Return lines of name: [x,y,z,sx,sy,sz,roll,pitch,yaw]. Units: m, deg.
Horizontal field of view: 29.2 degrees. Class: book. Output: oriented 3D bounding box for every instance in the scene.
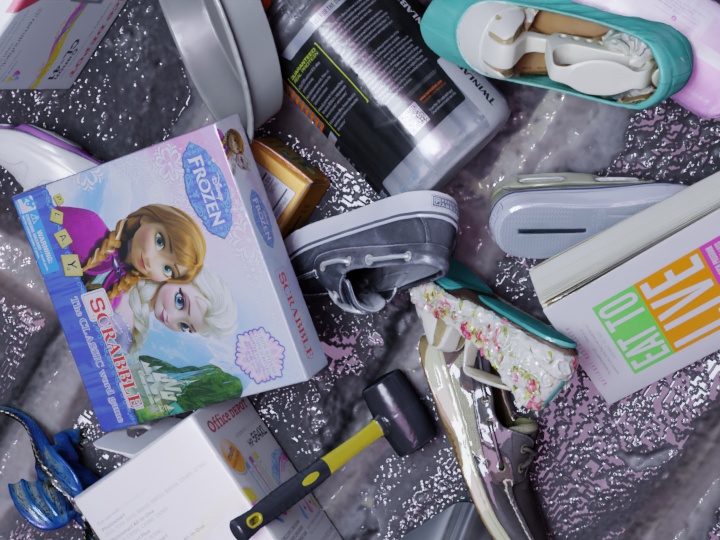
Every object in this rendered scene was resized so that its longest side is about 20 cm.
book: [0.244,0.009,1.033,0.198,0.048,0.134,-30,126,13]

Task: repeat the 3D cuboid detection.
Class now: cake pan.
cake pan: [-0.111,-0.193,1.043,0.036,0.200,0.203,-24,91,-14]

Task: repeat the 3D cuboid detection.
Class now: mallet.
mallet: [-0.017,0.157,1.072,0.066,0.200,0.041,51,146,-3]

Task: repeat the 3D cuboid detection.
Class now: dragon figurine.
dragon figurine: [-0.250,0.177,1.150,0.200,0.099,0.059,45,102,4]

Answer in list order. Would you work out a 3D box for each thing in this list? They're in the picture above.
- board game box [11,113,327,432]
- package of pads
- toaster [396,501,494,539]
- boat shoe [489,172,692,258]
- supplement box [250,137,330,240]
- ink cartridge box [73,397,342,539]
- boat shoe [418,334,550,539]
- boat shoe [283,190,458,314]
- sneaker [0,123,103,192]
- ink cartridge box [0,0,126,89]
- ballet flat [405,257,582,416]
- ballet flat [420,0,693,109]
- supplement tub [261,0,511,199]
board game box: [-0.147,0.007,1.055,0.197,0.041,0.203,-17,99,26]
package of pads: [0.197,-0.190,1.007,0.199,0.120,0.076,34,102,5]
toaster: [0.070,0.302,1.090,0.199,0.119,0.182,-34,90,13]
boat shoe: [0.194,-0.047,1.051,0.197,0.062,0.073,4,129,-6]
supplement box: [-0.108,-0.010,1.118,0.069,0.066,0.201,39,102,7]
ink cartridge box: [-0.122,0.196,1.111,0.124,0.129,0.201,-34,90,13]
boat shoe: [0.109,0.135,1.086,0.064,0.073,0.202,-25,91,18]
boat shoe: [0.000,0.000,1.050,0.199,0.071,0.069,-19,60,46]
sneaker: [-0.238,-0.051,1.129,0.198,0.075,0.101,29,93,9]
ink cartridge box: [-0.252,-0.219,1.055,0.085,0.200,0.148,38,102,4]
ballet flat: [0.083,0.042,1.038,0.200,0.075,0.065,38,111,49]
ballet flat: [0.126,-0.153,0.940,0.197,0.070,0.068,14,117,18]
supplement tub: [0.009,-0.152,1.049,0.122,0.122,0.200,-43,88,13]
